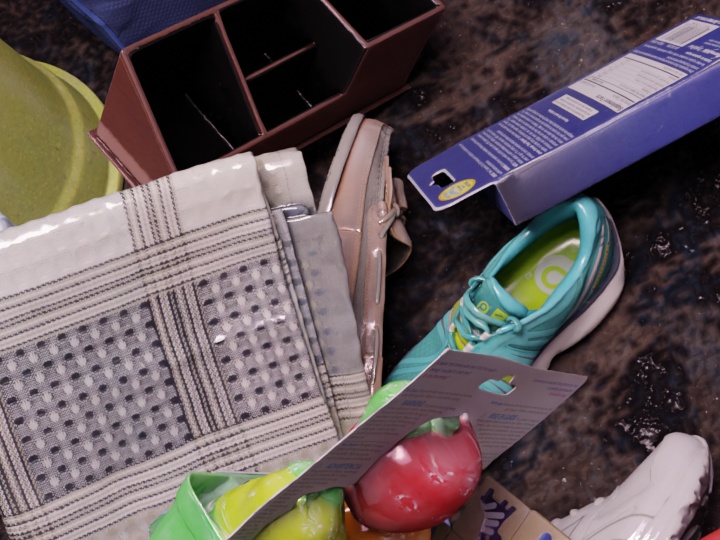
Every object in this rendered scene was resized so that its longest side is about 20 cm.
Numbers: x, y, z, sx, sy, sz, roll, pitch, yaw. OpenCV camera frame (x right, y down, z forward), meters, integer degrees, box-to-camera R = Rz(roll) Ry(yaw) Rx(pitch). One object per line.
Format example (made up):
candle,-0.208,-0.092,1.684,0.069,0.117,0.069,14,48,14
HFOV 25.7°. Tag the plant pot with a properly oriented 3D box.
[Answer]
plant pot,-0.267,-0.085,0.938,0.200,0.184,0.201,-6,65,12

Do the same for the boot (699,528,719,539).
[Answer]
boot,0.211,0.085,0.787,0.200,0.072,0.144,-20,59,-23

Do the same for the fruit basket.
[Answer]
fruit basket,-0.003,0.100,0.721,0.200,0.185,0.094,-47,66,14

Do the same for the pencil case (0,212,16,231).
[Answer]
pencil case,-0.183,0.025,0.862,0.091,0.200,0.083,-33,68,9

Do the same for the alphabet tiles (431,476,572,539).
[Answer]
alphabet tiles,0.038,0.207,0.762,0.166,0.006,0.200,36,94,43

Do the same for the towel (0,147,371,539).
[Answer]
towel,-0.092,0.051,0.778,0.200,0.035,0.193,-18,103,-16

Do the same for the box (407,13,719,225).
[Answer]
box,0.126,-0.080,0.881,0.200,0.121,0.032,-27,105,1

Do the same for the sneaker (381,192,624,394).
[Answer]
sneaker,0.065,0.036,0.860,0.077,0.080,0.200,35,80,25

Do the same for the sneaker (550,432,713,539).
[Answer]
sneaker,0.102,0.152,0.796,0.099,0.078,0.200,29,68,27

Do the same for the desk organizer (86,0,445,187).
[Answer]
desk organizer,-0.050,-0.114,0.900,0.200,0.077,0.072,-33,74,-35

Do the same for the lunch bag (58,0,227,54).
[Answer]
lunch bag,-0.160,-0.237,0.970,0.136,0.200,0.132,-45,61,-2

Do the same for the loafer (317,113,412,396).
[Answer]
loafer,0.000,0.000,0.895,0.063,0.072,0.200,13,57,4

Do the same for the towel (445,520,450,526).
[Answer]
towel,-0.031,0.217,0.840,0.200,0.024,0.145,-18,62,4
